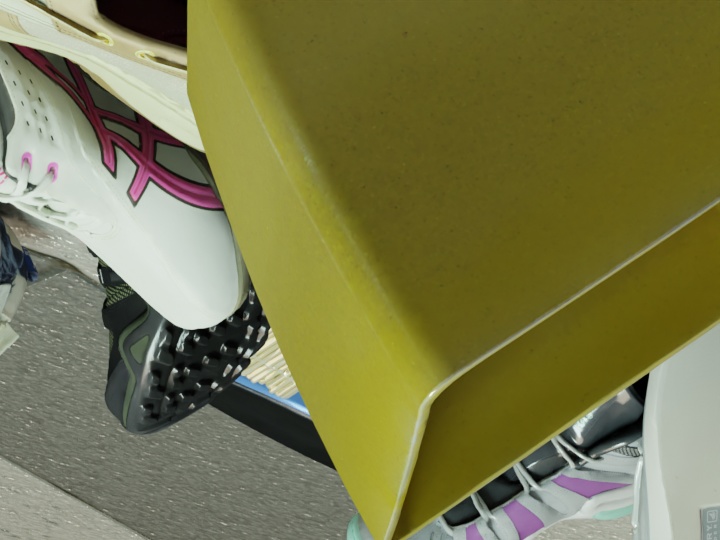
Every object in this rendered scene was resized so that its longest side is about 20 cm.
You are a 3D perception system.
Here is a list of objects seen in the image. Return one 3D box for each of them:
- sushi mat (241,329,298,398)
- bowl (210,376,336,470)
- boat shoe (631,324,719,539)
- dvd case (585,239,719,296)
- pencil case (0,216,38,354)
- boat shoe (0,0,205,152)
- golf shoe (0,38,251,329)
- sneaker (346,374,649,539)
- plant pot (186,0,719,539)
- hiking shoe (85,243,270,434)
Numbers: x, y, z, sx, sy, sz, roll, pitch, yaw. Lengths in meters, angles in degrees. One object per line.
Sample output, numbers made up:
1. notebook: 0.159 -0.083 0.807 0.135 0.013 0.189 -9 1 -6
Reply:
1. sushi mat: 0.000 0.000 1.240 0.200 0.012 0.095 -32 137 34
2. bowl: -0.028 0.073 1.505 0.200 0.040 0.201 26 170 5
3. boat shoe: 0.159 0.102 1.298 0.072 0.201 0.068 -7 -171 -21
4. dvd case: 0.138 -0.002 1.101 0.199 0.022 0.146 -1 180 -15
5. pencil case: -0.226 -0.028 1.402 0.089 0.078 0.200 37 167 20
6. boat shoe: -0.105 -0.118 1.031 0.199 0.074 0.066 27 144 -17
7. golf shoe: -0.124 -0.047 1.089 0.072 0.092 0.200 -23 111 46
8. sneaker: 0.089 0.081 1.346 0.078 0.199 0.140 53 147 22
9. plant pot: 0.043 -0.051 0.922 0.177 0.200 0.200 53 166 14
10. hiking shoe: -0.088 -0.024 1.205 0.075 0.201 0.101 -17 -137 -41
